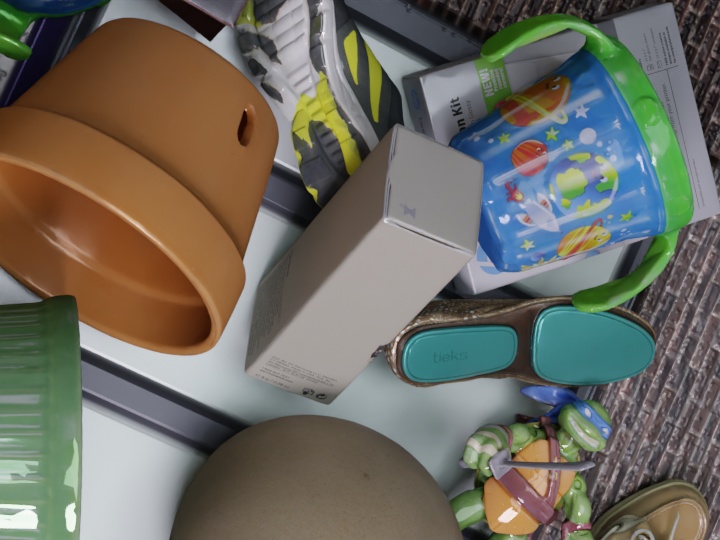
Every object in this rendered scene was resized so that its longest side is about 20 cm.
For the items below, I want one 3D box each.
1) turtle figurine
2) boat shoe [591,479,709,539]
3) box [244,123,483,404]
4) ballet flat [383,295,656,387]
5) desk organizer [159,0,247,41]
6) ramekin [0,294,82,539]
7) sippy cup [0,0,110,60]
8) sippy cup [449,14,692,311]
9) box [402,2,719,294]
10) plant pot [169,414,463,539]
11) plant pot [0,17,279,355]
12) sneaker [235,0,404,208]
[{"bbox_3d":[0.102,0.179,1.473,0.194,0.201,0.144,-42,140,11],"label":"turtle figurine"},{"bbox_3d":[0.178,0.227,1.558,0.200,0.063,0.073,-42,104,-12],"label":"boat shoe"},{"bbox_3d":[0.000,0.000,1.410,0.068,0.200,0.083,22,51,-19],"label":"box"},{"bbox_3d":[0.107,0.042,1.520,0.198,0.065,0.071,3,111,-20],"label":"ballet flat"},{"bbox_3d":[-0.075,-0.254,1.423,0.071,0.077,0.201,28,80,-10],"label":"desk organizer"},{"bbox_3d":[-0.225,0.115,1.349,0.097,0.200,0.202,1,93,-11],"label":"ramekin"},{"bbox_3d":[-0.185,-0.228,1.371,0.138,0.130,0.180,-13,98,-17],"label":"sippy cup"},{"bbox_3d":[0.131,-0.066,1.446,0.129,0.140,0.179,-25,76,-4],"label":"sippy cup"},{"bbox_3d":[0.142,-0.087,1.539,0.198,0.041,0.157,-17,98,-16],"label":"box"},{"bbox_3d":[-0.041,0.209,1.400,0.198,0.135,0.202,4,106,12],"label":"plant pot"},{"bbox_3d":[-0.142,-0.062,1.375,0.200,0.200,0.141,37,66,-17],"label":"plant pot"},{"bbox_3d":[-0.021,-0.129,1.472,0.084,0.074,0.202,-7,79,-59],"label":"sneaker"}]
